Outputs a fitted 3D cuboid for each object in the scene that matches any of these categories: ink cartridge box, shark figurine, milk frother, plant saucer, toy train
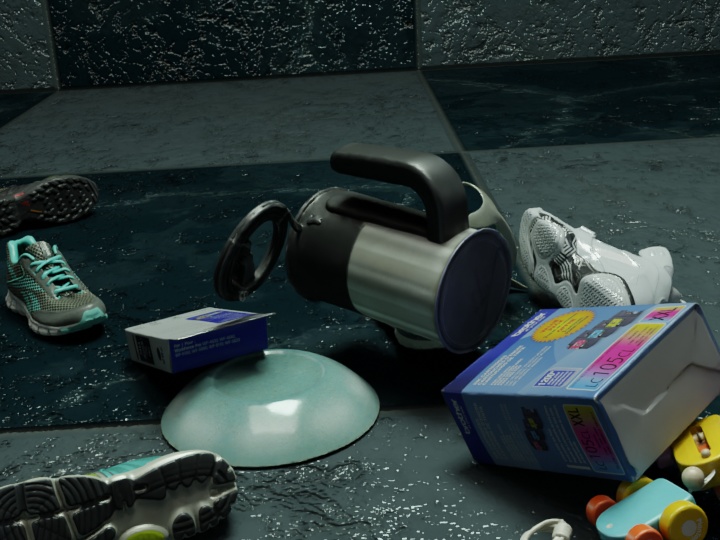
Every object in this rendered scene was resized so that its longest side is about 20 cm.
[{"bbox_3d":[0.162,0.091,0.798,0.136,0.076,0.200,-34,13,-32],"label":"ink cartridge box"},{"bbox_3d":[0.133,0.000,1.115,0.128,0.215,0.090,27,64,1],"label":"shark figurine"},{"bbox_3d":[0.000,0.000,0.917,0.188,0.181,0.200,17,52,38],"label":"milk frother"},{"bbox_3d":[-0.083,0.111,0.923,0.200,0.039,0.201,-4,19,1],"label":"plant saucer"},{"bbox_3d":[0.204,0.158,0.736,0.150,0.056,0.200,-16,17,40],"label":"toy train"},{"bbox_3d":[-0.157,0.066,0.984,0.099,0.039,0.200,-13,5,-24],"label":"ink cartridge box"}]

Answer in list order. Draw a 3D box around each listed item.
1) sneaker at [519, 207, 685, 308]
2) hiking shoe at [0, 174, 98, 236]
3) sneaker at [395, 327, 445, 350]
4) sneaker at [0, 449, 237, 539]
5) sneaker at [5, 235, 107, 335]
[{"bbox_3d":[0.261,-0.003,1.102,0.115,0.075,0.200,-8,40,-25],"label":"sneaker"},{"bbox_3d":[-0.505,-0.110,1.552,0.200,0.076,0.101,-17,27,-31],"label":"hiking shoe"},{"bbox_3d":[0.061,0.027,1.053,0.077,0.080,0.200,-13,23,-23],"label":"sneaker"},{"bbox_3d":[-0.189,0.177,0.739,0.199,0.078,0.080,-7,0,-24],"label":"sneaker"},{"bbox_3d":[-0.359,0.014,1.160,0.077,0.091,0.200,-21,26,-39],"label":"sneaker"}]
